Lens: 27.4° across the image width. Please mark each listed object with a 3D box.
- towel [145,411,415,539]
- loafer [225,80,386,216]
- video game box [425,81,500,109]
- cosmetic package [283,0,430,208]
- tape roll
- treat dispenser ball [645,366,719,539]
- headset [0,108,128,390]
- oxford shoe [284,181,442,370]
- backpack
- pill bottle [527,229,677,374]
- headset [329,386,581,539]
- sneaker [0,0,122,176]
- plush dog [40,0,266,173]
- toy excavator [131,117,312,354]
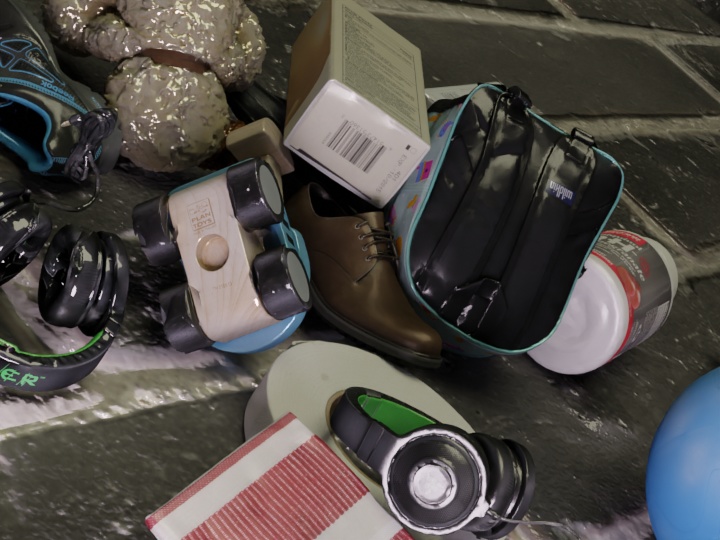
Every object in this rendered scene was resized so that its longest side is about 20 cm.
[{"bbox_3d":[-0.017,0.187,0.855,0.200,0.023,0.144,46,39,10],"label":"towel"},{"bbox_3d":[-0.043,-0.115,1.306,0.200,0.070,0.068,43,-4,12],"label":"loafer"},{"bbox_3d":[0.164,-0.133,1.632,0.182,0.047,0.199,42,27,18],"label":"video game box"},{"bbox_3d":[-0.004,-0.148,1.240,0.105,0.071,0.201,33,25,-17],"label":"cosmetic package"},{"bbox_3d":[0.013,0.130,1.013,0.201,0.037,0.204,27,27,-15],"label":"tape roll"},{"bbox_3d":[0.319,0.166,1.133,0.199,0.202,0.202,27,26,-15],"label":"treat dispenser ball"},{"bbox_3d":[-0.196,-0.018,0.928,0.122,0.094,0.201,29,37,-15],"label":"headset"},{"bbox_3d":[0.000,0.000,1.137,0.200,0.085,0.072,44,19,31],"label":"oxford shoe"},{"bbox_3d":[0.099,-0.029,1.227,0.175,0.153,0.202,29,68,-22],"label":"backpack"},{"bbox_3d":[0.226,0.022,1.369,0.111,0.111,0.199,43,27,17],"label":"pill bottle"},{"bbox_3d":[0.059,0.146,0.934,0.199,0.095,0.123,32,8,35],"label":"headset"},{"bbox_3d":[-0.265,-0.146,1.102,0.200,0.074,0.082,42,28,14],"label":"sneaker"},{"bbox_3d":[-0.152,-0.162,1.187,0.197,0.160,0.174,9,74,-26],"label":"plush dog"},{"bbox_3d":[-0.084,-0.031,1.088,0.200,0.099,0.197,27,44,-72],"label":"toy excavator"}]
